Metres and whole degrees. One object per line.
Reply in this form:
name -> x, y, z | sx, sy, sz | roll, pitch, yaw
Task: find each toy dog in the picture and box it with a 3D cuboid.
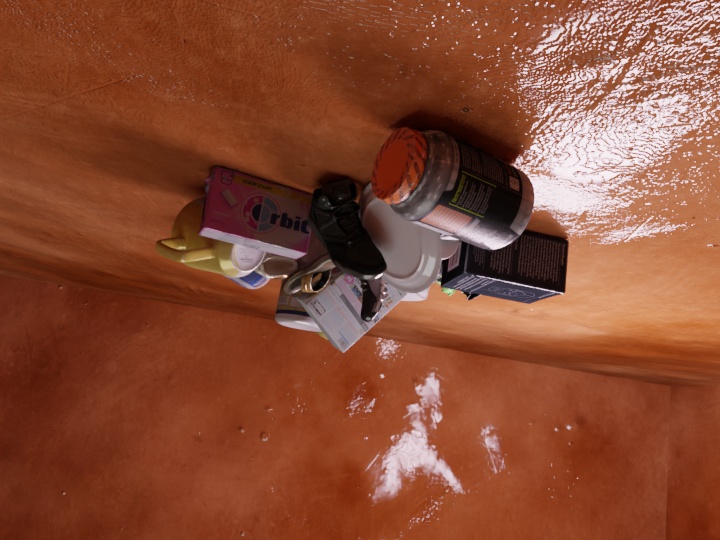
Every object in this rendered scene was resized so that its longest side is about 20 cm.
toy dog -> -0.172, -0.050, 1.245 | 0.194, 0.140, 0.200 | -5, 176, -26

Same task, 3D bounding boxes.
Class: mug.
mug -> -0.279, -0.044, 1.093 | 0.153, 0.187, 0.150 | 21, 147, 37

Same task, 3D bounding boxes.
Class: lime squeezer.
lime squeezer -> 0.231, 0.047, 1.538 | 0.071, 0.038, 0.200 | 4, 167, 24

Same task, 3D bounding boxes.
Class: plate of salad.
plate of salad -> 0.066, -0.059, 0.924 | 0.048, 0.200, 0.200 | -24, -171, -36

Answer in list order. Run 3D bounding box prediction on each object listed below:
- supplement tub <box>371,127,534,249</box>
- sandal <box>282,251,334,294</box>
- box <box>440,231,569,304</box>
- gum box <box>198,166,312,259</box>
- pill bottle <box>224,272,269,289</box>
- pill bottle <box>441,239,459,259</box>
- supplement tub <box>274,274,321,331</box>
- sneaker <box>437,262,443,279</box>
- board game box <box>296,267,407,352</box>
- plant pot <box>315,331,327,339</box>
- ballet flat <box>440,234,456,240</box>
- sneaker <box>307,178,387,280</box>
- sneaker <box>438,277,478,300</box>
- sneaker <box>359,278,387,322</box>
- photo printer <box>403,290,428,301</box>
supplement tub -> 0.122, -0.109, 0.742 | 0.200, 0.123, 0.122 | 17, 165, -30
sandal -> -0.091, 0.014, 1.144 | 0.200, 0.054, 0.080 | -30, 170, 40
box -> 0.278, -0.012, 1.090 | 0.200, 0.107, 0.148 | 12, 167, -8
gum box -> -0.190, -0.102, 1.012 | 0.200, 0.114, 0.066 | 14, 166, -22
pill bottle -> -0.310, -0.026, 1.436 | 0.112, 0.112, 0.200 | 6, 166, 13
pill bottle -> 0.084, -0.054, 1.036 | 0.109, 0.110, 0.200 | 17, 165, -31
supplement tub -> -0.133, 0.046, 1.421 | 0.144, 0.200, 0.144 | 9, 167, 2
sneaker -> 0.161, -0.019, 1.253 | 0.091, 0.076, 0.200 | 26, 151, -34
board game box -> -0.016, 0.056, 1.228 | 0.148, 0.200, 0.064 | 56, 166, -23
plant pot -> -0.060, 0.090, 1.660 | 0.200, 0.200, 0.142 | 9, 142, 2
ballet flat -> 0.191, -0.086, 0.946 | 0.200, 0.068, 0.068 | 5, 161, -32
sneaker -> -0.024, -0.075, 0.925 | 0.076, 0.199, 0.114 | -20, 143, -23
sneaker -> 0.249, 0.029, 1.341 | 0.200, 0.083, 0.072 | -1, 164, 37
sneaker -> 0.000, 0.000, 1.152 | 0.115, 0.200, 0.075 | 20, 160, -13
photo printer -> 0.086, 0.033, 1.505 | 0.166, 0.070, 0.200 | 3, 165, 27
